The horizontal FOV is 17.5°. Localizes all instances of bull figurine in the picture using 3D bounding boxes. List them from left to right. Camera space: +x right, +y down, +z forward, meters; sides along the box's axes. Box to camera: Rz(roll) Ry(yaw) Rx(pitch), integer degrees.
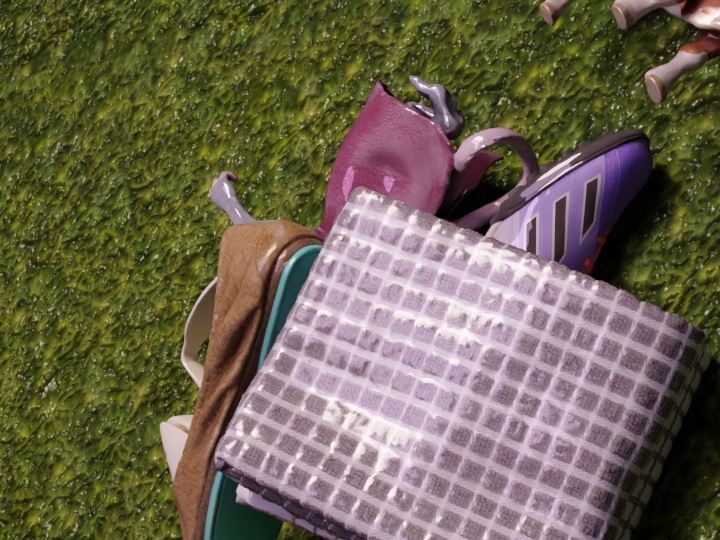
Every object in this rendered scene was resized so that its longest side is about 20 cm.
[{"bbox_3d":[0.172,-0.146,1.168,0.121,0.065,0.200,-26,28,-12],"label":"bull figurine"}]

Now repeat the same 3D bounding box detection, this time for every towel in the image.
[{"bbox_3d":[0.044,0.065,1.103,0.200,0.086,0.166,22,84,18],"label":"towel"}]

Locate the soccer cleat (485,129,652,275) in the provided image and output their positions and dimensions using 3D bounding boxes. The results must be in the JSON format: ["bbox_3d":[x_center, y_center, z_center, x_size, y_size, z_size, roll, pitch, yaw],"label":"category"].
[{"bbox_3d":[0.083,0.012,1.188,0.200,0.068,0.073,-43,67,9],"label":"soccer cleat"}]

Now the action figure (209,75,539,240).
[{"bbox_3d":[0.000,0.000,1.252,0.149,0.134,0.200,28,83,37],"label":"action figure"}]

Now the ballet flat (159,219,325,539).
[{"bbox_3d":[-0.067,0.066,1.200,0.072,0.068,0.200,22,107,38],"label":"ballet flat"}]
